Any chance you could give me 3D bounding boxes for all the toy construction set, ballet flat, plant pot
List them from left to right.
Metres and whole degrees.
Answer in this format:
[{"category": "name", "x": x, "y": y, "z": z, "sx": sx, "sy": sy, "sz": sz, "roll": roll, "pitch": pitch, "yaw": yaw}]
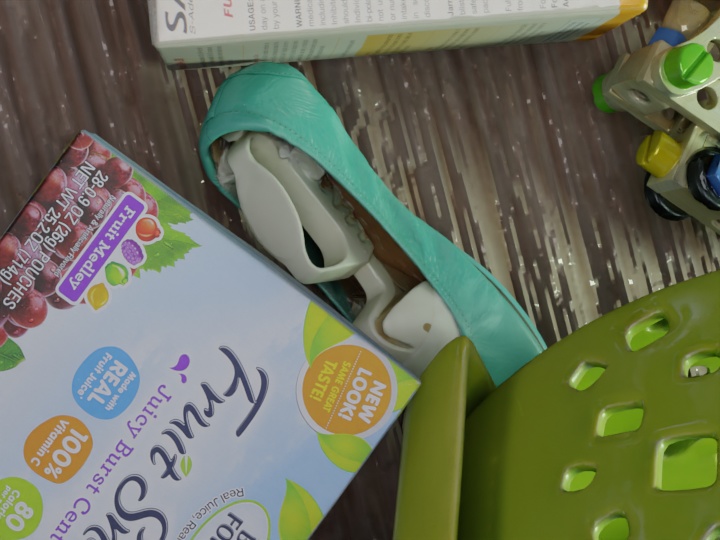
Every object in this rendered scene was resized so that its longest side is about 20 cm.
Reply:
[{"category": "ballet flat", "x": 0.000, "y": 0.000, "z": 0.829, "sx": 0.200, "sy": 0.067, "sz": 0.070, "roll": 48, "pitch": 44, "yaw": -5}, {"category": "plant pot", "x": 0.116, "y": 0.134, "z": 0.747, "sx": 0.181, "sy": 0.200, "sz": 0.200, "roll": -8, "pitch": 50, "yaw": 18}, {"category": "toy construction set", "x": 0.190, "y": -0.071, "z": 0.841, "sx": 0.199, "sy": 0.092, "sz": 0.132, "roll": 27, "pitch": 73, "yaw": -4}]

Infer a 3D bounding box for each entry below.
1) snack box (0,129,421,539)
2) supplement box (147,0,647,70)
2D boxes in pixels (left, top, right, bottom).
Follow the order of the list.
[{"category": "snack box", "x": -0.101, "y": 0.073, "z": 0.763, "sx": 0.168, "sy": 0.068, "sz": 0.200, "roll": 37, "pitch": 90, "yaw": -5}, {"category": "supplement box", "x": 0.010, "y": -0.131, "z": 0.808, "sx": 0.199, "sy": 0.126, "sz": 0.074, "roll": -5, "pitch": 92, "yaw": -4}]
